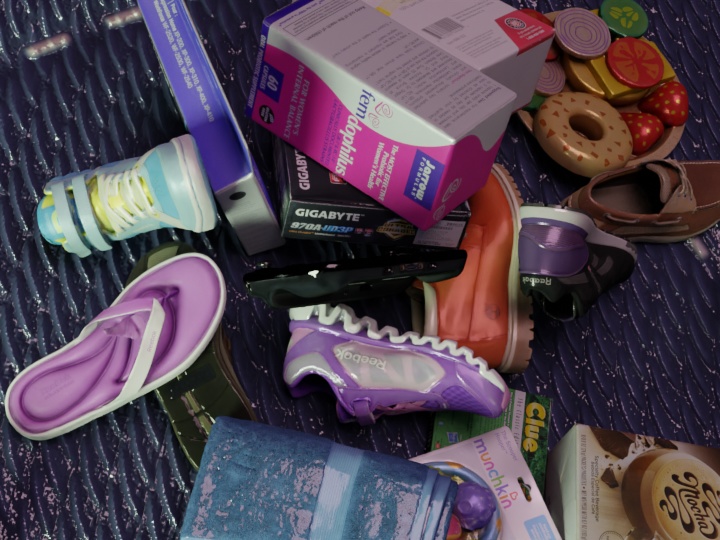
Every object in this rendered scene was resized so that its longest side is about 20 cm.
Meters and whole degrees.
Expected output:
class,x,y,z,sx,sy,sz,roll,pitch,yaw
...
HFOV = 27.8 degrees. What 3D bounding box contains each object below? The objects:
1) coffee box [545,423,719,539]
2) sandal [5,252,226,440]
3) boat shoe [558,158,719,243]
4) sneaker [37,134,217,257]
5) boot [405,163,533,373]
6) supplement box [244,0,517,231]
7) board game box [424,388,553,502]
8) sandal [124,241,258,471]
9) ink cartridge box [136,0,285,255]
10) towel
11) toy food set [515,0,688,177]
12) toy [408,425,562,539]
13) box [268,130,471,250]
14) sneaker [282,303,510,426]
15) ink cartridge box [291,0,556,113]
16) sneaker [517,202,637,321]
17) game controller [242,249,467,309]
class,x,y,z,sx,sy,sz,roll,pitch,yaw
coffee box,0.259,0.206,1.207,0.199,0.080,0.113,10,60,-11
sandal,-0.188,0.063,1.129,0.203,0.050,0.083,-40,79,-3
boat shoe,0.281,-0.069,1.370,0.200,0.072,0.076,-17,68,-24
sneaker,-0.191,-0.053,1.166,0.130,0.200,0.080,-17,92,-16
boot,0.092,-0.010,1.284,0.107,0.075,0.200,5,62,-8
supplement box,0.015,-0.139,1.220,0.200,0.101,0.103,33,44,19
board game box,0.101,0.187,1.205,0.105,0.023,0.200,14,60,-6
sandal,-0.136,0.076,1.179,0.080,0.057,0.201,-19,85,3
ink cartridge box,-0.128,-0.133,1.212,0.043,0.200,0.198,-23,69,-4
towel,-0.032,0.182,1.103,0.199,0.049,0.112,13,74,8
toy food set,0.230,-0.183,1.431,0.200,0.049,0.198,-20,69,-25
toy,0.050,0.195,1.147,0.200,0.047,0.115,-19,62,-10
box,0.002,-0.103,1.289,0.159,0.046,0.200,5,42,-13
sneaker,0.022,0.092,1.194,0.200,0.081,0.089,17,66,14
ink cartridge box,0.052,-0.211,1.326,0.200,0.084,0.145,32,38,21
sneaker,0.181,0.004,1.268,0.076,0.200,0.088,6,82,30
game controller,0.000,0.000,1.171,0.200,0.104,0.042,-7,81,-53
